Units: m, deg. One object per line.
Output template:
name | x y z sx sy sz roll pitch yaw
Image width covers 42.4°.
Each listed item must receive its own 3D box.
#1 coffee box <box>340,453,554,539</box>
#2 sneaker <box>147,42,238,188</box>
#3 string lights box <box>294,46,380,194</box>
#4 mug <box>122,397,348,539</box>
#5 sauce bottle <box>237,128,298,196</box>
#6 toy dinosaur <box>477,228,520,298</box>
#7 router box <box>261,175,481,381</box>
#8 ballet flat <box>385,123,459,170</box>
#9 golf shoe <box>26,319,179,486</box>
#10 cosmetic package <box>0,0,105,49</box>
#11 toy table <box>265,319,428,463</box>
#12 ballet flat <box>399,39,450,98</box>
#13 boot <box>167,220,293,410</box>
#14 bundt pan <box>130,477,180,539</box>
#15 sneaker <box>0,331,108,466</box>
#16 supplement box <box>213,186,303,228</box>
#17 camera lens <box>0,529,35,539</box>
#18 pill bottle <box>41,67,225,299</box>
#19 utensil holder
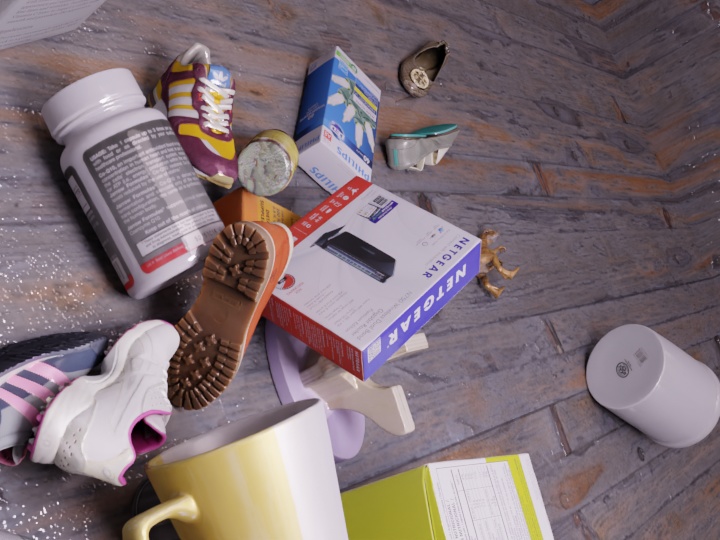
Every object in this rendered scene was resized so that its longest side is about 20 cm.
coffee box | 0.072 0.311 0.940 0.197 0.199 0.202 8 61 -50
sneaker | -0.168 -0.172 0.994 0.075 0.090 0.200 20 26 -44
string lights box | -0.031 -0.203 1.288 0.103 0.059 0.201 39 40 -33
mug | -0.093 0.206 0.737 0.185 0.149 0.155 -19 90 -21
sauce bottle | -0.103 -0.132 1.082 0.065 0.064 0.200 55 10 -11
toy dinosaur | 0.188 -0.006 1.468 0.106 0.061 0.200 38 28 7
router box | 0.000 0.000 0.985 0.200 0.179 0.049 -41 145 -32
ballet flat | 0.098 -0.192 1.468 0.199 0.067 0.064 -23 113 -56
golf shoe | -0.192 0.111 0.781 0.091 0.076 0.200 25 30 5
cosmetic package | -0.311 -0.334 0.872 0.166 0.199 0.165 58 33 -7
toy table | -0.017 0.103 1.042 0.183 0.117 0.201 -24 88 -56
ballet flat | 0.118 -0.356 1.608 0.068 0.046 0.200 53 34 -13
boot | -0.124 0.042 0.901 0.075 0.201 0.107 30 16 6
bundt pan | -0.111 0.251 0.848 0.201 0.075 0.204 33 44 -38
sneaker | -0.276 0.108 0.750 0.200 0.070 0.083 -29 117 -60
supplement box | -0.084 -0.024 1.085 0.199 0.068 0.067 27 48 -44
camera lens | -0.290 0.220 0.548 0.199 0.159 0.161 32 44 -38
pill bottle | -0.218 -0.085 0.902 0.114 0.113 0.201 -30 92 -57
utensil holder | 0.522 0.206 1.662 0.199 0.169 0.171 29 45 -35
